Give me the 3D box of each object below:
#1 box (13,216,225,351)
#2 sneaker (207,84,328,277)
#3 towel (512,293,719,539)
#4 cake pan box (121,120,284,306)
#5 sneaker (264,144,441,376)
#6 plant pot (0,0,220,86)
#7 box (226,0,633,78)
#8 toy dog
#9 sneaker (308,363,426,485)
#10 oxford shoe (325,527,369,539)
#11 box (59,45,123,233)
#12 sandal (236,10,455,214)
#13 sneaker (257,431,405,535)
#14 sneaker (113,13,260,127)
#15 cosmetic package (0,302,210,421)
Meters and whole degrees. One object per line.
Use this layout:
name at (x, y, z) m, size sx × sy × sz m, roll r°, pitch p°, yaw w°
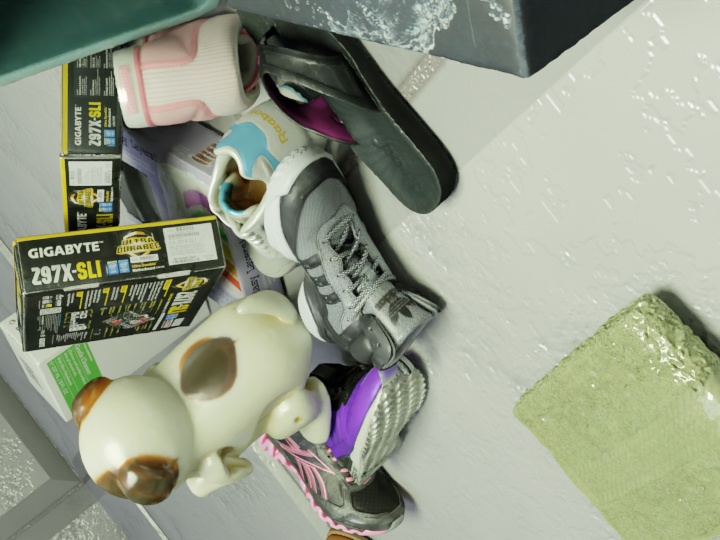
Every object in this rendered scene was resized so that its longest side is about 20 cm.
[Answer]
box at (-0.215, 0.016, 0.851) m, size 0.200 × 0.159 × 0.050 m, roll 136°, pitch 122°, yaw -65°
sneaker at (-0.080, -0.055, 0.772) m, size 0.076 × 0.081 × 0.201 m, roll 40°, pitch 151°, yaw 20°
towel at (0.178, 0.103, 0.607) m, size 0.148 × 0.036 × 0.200 m, roll 47°, pitch 153°, yaw 13°
cake pan box at (-0.164, -0.064, 0.925) m, size 0.199 × 0.052 × 0.185 m, roll 32°, pitch 144°, yaw 34°
sneaker at (0.000, 0.000, 0.725) m, size 0.114 × 0.075 × 0.201 m, roll 32°, pitch 152°, yaw 33°
plant pot at (-0.217, -0.273, 0.621) m, size 0.200 × 0.195 × 0.197 m, roll 53°, pitch 154°, yaw 20°
box at (0.016, -0.209, 0.406) m, size 0.199 × 0.117 × 0.198 m, roll 24°, pitch 141°, yaw 41°
toy dog at (-0.131, 0.116, 0.804) m, size 0.140 × 0.199 × 0.194 m, roll 53°, pitch 152°, yaw 15°
sneaker at (-0.008, 0.117, 0.874) m, size 0.100 × 0.069 × 0.201 m, roll 46°, pitch 151°, yaw 18°
oxford shoe at (0.018, 0.370, 1.132) m, size 0.200 × 0.071 × 0.072 m, roll 31°, pitch 148°, yaw 38°
box at (-0.217, -0.144, 0.793) m, size 0.160 × 0.049 × 0.201 m, roll 122°, pitch 145°, yaw -66°
sandal at (-0.020, -0.114, 0.644) m, size 0.201 × 0.048 × 0.075 m, roll 47°, pitch 152°, yaw 10°
sneaker at (-0.032, 0.184, 1.000) m, size 0.200 × 0.079 × 0.096 m, roll 36°, pitch 137°, yaw 26°
sneaker at (-0.124, -0.152, 0.744) m, size 0.200 × 0.104 × 0.076 m, roll -116°, pitch 14°, yaw -72°
cosmetic package at (-0.271, 0.052, 1.062) m, size 0.085 × 0.200 × 0.108 m, roll 35°, pitch 151°, yaw 32°
